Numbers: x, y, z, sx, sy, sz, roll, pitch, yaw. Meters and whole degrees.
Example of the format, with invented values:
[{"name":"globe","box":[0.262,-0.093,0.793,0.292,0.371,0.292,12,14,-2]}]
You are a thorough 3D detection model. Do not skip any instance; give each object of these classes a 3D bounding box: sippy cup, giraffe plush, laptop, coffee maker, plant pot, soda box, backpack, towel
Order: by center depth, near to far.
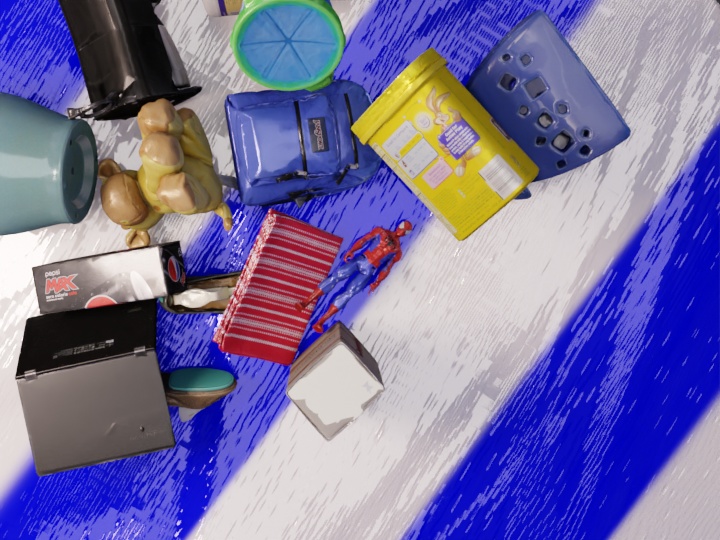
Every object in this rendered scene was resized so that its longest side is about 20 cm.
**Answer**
[{"name":"sippy cup","box":[-0.091,-0.313,1.246,0.139,0.131,0.178,2,137,-9]},{"name":"plant pot","box":[-0.445,-0.134,1.296,0.187,0.200,0.201,5,93,5]},{"name":"coffee maker","box":[-0.314,-0.306,1.310,0.134,0.192,0.201,-18,93,15]},{"name":"plant pot","box":[0.216,-0.207,1.346,0.179,0.200,0.200,-37,96,7]},{"name":"backpack","box":[-0.069,-0.167,1.346,0.199,0.168,0.163,-9,99,-9]},{"name":"giraffe plush","box":[-0.276,-0.113,1.350,0.161,0.200,0.173,-19,66,14]},{"name":"soda box","box":[-0.336,0.011,1.361,0.199,0.063,0.071,-9,94,18]},{"name":"laptop","box":[-0.355,0.148,1.374,0.186,0.200,0.116,-11,127,-3]},{"name":"towel","box":[-0.109,0.029,1.385,0.144,0.022,0.201,21,94,-45]}]

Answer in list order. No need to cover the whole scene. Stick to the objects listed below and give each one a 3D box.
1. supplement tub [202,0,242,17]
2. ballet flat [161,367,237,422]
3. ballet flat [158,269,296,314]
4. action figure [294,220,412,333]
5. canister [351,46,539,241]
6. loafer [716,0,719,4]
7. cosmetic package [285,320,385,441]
[{"name":"supplement tub","box":[-0.114,-0.416,1.336,0.199,0.145,0.146,-7,94,-3]},{"name":"ballet flat","box":[-0.271,0.175,1.411,0.199,0.068,0.073,1,114,-3]},{"name":"ballet flat","box":[-0.179,0.035,1.399,0.199,0.068,0.068,-8,97,-3]},{"name":"action figure","box":[0.000,0.000,1.406,0.200,0.052,0.065,-44,93,-16]},{"name":"canister","box":[0.105,-0.150,1.252,0.200,0.087,0.148,47,132,-1]},{"name":"loafer","box":[0.550,-0.359,1.416,0.072,0.063,0.200,-34,95,0]},{"name":"cosmetic package","box":[-0.035,0.141,1.347,0.103,0.200,0.087,-42,95,0]}]
